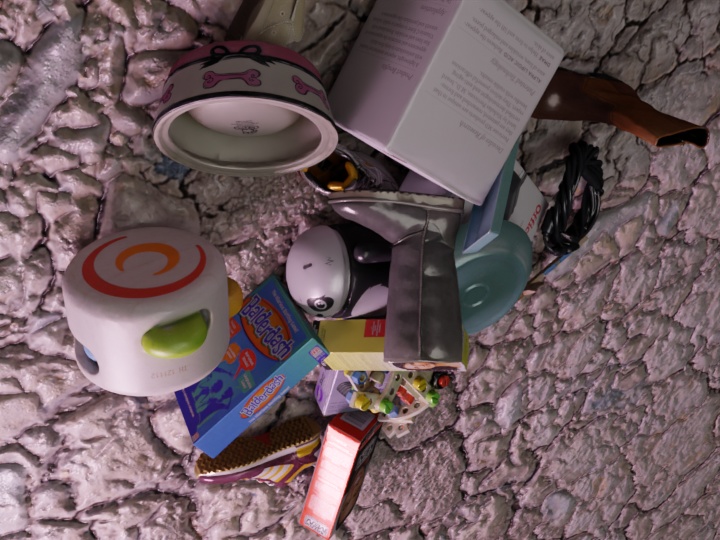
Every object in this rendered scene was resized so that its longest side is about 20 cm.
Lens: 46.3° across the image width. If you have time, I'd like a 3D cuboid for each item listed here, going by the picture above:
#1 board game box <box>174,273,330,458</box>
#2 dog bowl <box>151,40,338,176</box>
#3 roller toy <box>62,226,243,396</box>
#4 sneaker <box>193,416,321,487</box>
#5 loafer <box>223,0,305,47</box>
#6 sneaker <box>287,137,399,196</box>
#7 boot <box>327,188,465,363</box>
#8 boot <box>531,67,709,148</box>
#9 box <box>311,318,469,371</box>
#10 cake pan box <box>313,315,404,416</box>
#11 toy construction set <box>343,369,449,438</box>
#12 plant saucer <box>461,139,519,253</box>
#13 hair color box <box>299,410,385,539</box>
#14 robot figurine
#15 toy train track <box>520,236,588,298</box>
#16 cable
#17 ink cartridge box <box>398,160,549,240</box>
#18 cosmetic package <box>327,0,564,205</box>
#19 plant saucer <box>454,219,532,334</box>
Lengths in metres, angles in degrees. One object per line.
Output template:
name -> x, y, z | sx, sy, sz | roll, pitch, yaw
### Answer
board game box -> -0.150, 0.119, 1.093 | 0.200, 0.152, 0.045 | -42, 131, 2
dog bowl -> -0.123, -0.172, 0.905 | 0.197, 0.075, 0.200 | -3, 164, -1
roller toy -> -0.243, 0.048, 0.976 | 0.180, 0.201, 0.141 | 8, 123, 8
sneaker -> -0.148, 0.293, 1.261 | 0.198, 0.075, 0.091 | -13, 121, -20
loafer -> -0.088, -0.288, 0.910 | 0.068, 0.076, 0.201 | 13, 123, -36
sneaker -> -0.021, -0.113, 1.055 | 0.199, 0.082, 0.078 | 25, 107, -39
boot -> 0.042, 0.007, 1.000 | 0.179, 0.073, 0.203 | 6, 96, -1
boot -> 0.325, -0.199, 1.109 | 0.186, 0.200, 0.069 | -1, 122, -28
box -> 0.037, 0.097, 1.094 | 0.197, 0.051, 0.075 | -2, 154, 21
cake pan box -> 0.043, 0.126, 1.258 | 0.198, 0.053, 0.186 | -5, 132, -26
toy construction set -> 0.054, 0.173, 1.203 | 0.132, 0.092, 0.200 | -55, 148, -14
plant saucer -> 0.162, -0.115, 1.001 | 0.019, 0.202, 0.070 | 22, 154, -13
hair color box -> -0.028, 0.308, 1.317 | 0.101, 0.061, 0.202 | -37, 148, -57
robot figurine -> 0.000, 0.002, 1.114 | 0.198, 0.125, 0.152 | -2, 122, -28
toy train track -> 0.274, -0.003, 1.308 | 0.199, 0.115, 0.033 | -37, 92, -18
cable -> 0.312, -0.107, 1.232 | 0.199, 0.050, 0.166 | -16, 115, -59
ink cartridge box -> 0.154, -0.089, 1.135 | 0.200, 0.083, 0.146 | 41, 71, -41
cosmetic package -> 0.090, -0.215, 0.972 | 0.164, 0.165, 0.202 | 23, 99, -36
plant saucer -> 0.143, 0.023, 1.094 | 0.198, 0.036, 0.202 | -15, 136, -14
